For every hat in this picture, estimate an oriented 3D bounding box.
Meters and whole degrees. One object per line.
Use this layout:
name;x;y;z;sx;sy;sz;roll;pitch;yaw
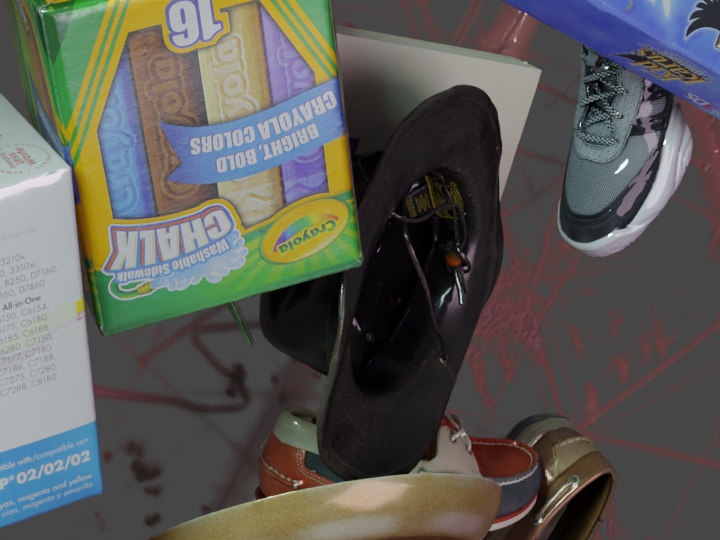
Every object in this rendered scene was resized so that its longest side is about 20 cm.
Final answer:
hat;0.000;0.000;1.035;0.201;0.080;0.202;-46;144;-49

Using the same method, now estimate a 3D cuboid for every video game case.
video game case;0.163;-0.190;1.079;0.199;0.045;0.183;22;72;-38

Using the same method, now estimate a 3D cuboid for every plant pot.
plant pot;-0.022;0.145;1.075;0.199;0.199;0.028;5;66;-44

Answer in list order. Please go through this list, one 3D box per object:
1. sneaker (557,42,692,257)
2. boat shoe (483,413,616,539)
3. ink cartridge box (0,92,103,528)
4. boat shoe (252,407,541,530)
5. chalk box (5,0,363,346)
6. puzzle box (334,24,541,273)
sneaker;0.134;-0.113;1.148;0.113;0.075;0.202;20;92;-45
boat shoe;0.092;0.187;1.269;0.075;0.072;0.202;12;103;-45
ink cartridge box;-0.166;-0.006;0.893;0.067;0.115;0.202;-17;123;-24
boat shoe;0.028;0.106;1.173;0.199;0.071;0.063;2;108;-38
chalk box;-0.079;-0.060;0.923;0.123;0.125;0.202;-15;122;-14
puzzle box;0.001;-0.057;1.089;0.199;0.025;0.134;5;109;-44
